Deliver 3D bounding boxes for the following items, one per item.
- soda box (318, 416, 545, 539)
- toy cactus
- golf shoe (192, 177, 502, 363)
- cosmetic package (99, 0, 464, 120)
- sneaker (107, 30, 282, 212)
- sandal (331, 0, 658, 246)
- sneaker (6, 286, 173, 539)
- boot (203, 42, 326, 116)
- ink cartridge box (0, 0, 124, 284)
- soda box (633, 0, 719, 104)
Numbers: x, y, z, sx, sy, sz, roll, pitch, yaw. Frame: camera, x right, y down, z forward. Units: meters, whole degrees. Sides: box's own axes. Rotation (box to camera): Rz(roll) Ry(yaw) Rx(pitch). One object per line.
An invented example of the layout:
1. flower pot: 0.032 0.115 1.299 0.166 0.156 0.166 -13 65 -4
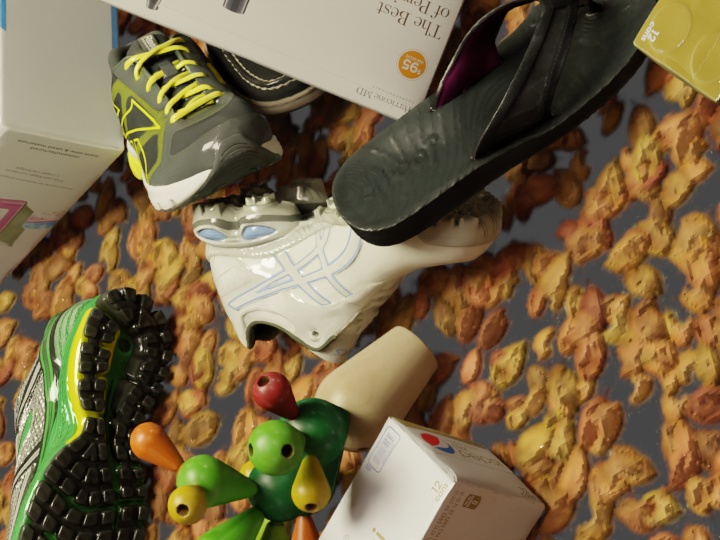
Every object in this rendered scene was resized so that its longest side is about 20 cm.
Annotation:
1. soda box: 0.005 0.176 1.211 0.064 0.068 0.200 44 109 46
2. toy cactus: -0.032 0.092 1.249 0.102 0.200 0.165 38 70 21
3. golf shoe: 0.000 0.000 1.301 0.200 0.078 0.097 -1 102 45
4. cosmetic package: -0.049 -0.150 1.305 0.051 0.200 0.083 -102 34 -84
5. sneaker: -0.106 -0.088 1.370 0.085 0.074 0.200 67 165 -15
6. sandal: 0.068 -0.090 1.210 0.200 0.048 0.075 -41 49 -4
7. sneaker: -0.168 0.112 1.432 0.085 0.078 0.200 -13 57 52
8. boot: -0.082 -0.194 1.382 0.073 0.151 0.200 -23 49 5
9. ink cartridge box: -0.227 -0.098 1.528 0.200 0.085 0.145 -39 48 49
10. soda box: 0.213 -0.165 1.116 0.068 0.064 0.200 44 109 46
